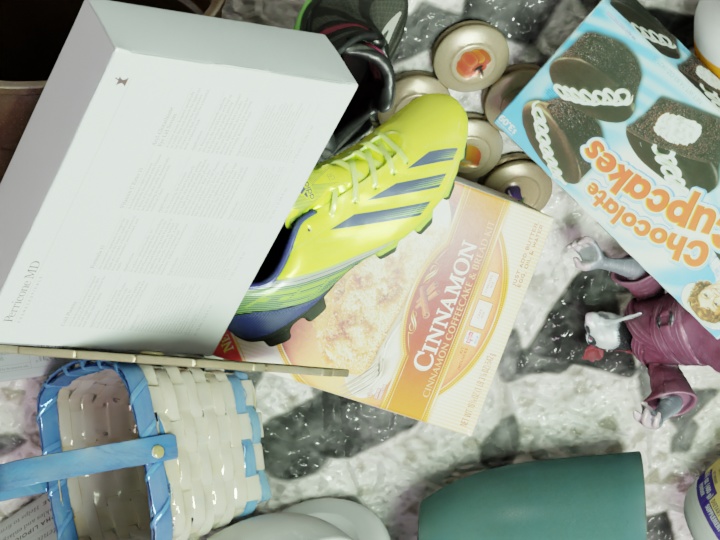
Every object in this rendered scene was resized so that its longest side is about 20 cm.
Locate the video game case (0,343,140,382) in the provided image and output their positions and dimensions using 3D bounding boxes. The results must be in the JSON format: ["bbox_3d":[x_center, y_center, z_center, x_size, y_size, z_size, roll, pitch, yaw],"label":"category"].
[{"bbox_3d":[-0.245,-0.001,1.533,0.200,0.023,0.182,-8,129,-6],"label":"video game case"}]

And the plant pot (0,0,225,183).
[{"bbox_3d":[-0.168,-0.083,1.373,0.200,0.200,0.199,-9,129,-7],"label":"plant pot"}]

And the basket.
[{"bbox_3d":[-0.175,0.127,1.531,0.200,0.139,0.176,-13,178,-36],"label":"basket"}]

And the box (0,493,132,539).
[{"bbox_3d":[-0.212,0.287,1.695,0.200,0.131,0.199,-34,127,14],"label":"box"}]

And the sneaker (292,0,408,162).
[{"bbox_3d":[-0.008,-0.113,1.396,0.084,0.200,0.077,-5,123,29],"label":"sneaker"}]

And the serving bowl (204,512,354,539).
[{"bbox_3d":[-0.092,0.231,1.566,0.200,0.066,0.200,-34,151,-22],"label":"serving bowl"}]

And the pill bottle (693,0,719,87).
[{"bbox_3d":[0.268,-0.126,1.497,0.111,0.111,0.200,-13,129,-3],"label":"pill bottle"}]

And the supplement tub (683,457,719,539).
[{"bbox_3d":[0.350,0.152,1.711,0.145,0.146,0.200,30,116,-30],"label":"supplement tub"}]

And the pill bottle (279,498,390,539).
[{"bbox_3d":[-0.013,0.271,1.742,0.111,0.111,0.200,-16,130,0],"label":"pill bottle"}]

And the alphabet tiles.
[{"bbox_3d":[-0.111,0.052,1.364,0.200,0.166,0.006,4,88,7],"label":"alphabet tiles"}]

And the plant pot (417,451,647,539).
[{"bbox_3d":[0.120,0.230,1.693,0.161,0.201,0.201,0,128,3],"label":"plant pot"}]

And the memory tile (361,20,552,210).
[{"bbox_3d":[0.051,-0.065,1.556,0.200,0.017,0.153,-40,125,18],"label":"memory tile"}]

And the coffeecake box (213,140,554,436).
[{"bbox_3d":[0.000,0.000,1.502,0.200,0.073,0.154,19,96,-24],"label":"coffeecake box"}]

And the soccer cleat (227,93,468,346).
[{"bbox_3d":[-0.014,-0.041,1.401,0.200,0.065,0.084,-44,134,-11],"label":"soccer cleat"}]

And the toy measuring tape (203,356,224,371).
[{"bbox_3d":[-0.077,0.050,1.578,0.073,0.074,0.200,-7,128,-8],"label":"toy measuring tape"}]

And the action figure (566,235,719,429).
[{"bbox_3d":[0.230,0.029,1.600,0.149,0.200,0.134,-14,95,-40],"label":"action figure"}]

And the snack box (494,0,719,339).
[{"bbox_3d":[0.193,-0.066,1.473,0.200,0.037,0.116,44,124,3],"label":"snack box"}]

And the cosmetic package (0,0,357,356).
[{"bbox_3d":[-0.112,-0.045,1.270,0.151,0.052,0.200,4,129,-38],"label":"cosmetic package"}]
